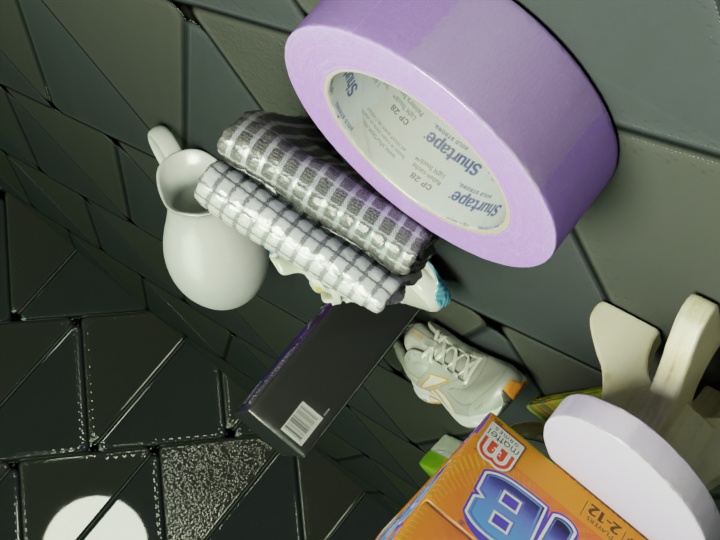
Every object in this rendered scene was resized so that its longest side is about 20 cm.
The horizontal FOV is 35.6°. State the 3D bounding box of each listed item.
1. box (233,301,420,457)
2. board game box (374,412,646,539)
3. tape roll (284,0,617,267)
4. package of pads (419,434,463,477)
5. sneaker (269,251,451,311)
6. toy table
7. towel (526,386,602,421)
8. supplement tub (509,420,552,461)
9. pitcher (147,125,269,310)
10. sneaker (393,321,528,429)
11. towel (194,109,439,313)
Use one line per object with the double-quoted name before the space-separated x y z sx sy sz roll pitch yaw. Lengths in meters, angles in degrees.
"box" -0.035 0.093 1.167 0.079 0.200 0.141 39 165 -2
"board game box" 0.082 0.270 0.791 0.200 0.200 0.200 39 137 7
"tape roll" 0.051 -0.091 0.665 0.200 0.066 0.200 38 166 11
"package of pads" 0.191 0.313 1.535 0.155 0.068 0.200 48 164 -26
"sneaker" 0.000 0.000 1.042 0.200 0.081 0.077 26 159 40
"toy table" 0.209 0.108 0.763 0.184 0.117 0.200 34 164 22
"towel" 0.221 0.139 1.035 0.086 0.018 0.200 36 166 -3
"supplement tub" 0.154 0.213 1.010 0.144 0.145 0.200 36 -171 13
"pitcher" -0.184 -0.060 1.297 0.172 0.121 0.200 54 165 34
"sneaker" 0.087 0.097 1.136 0.092 0.076 0.200 50 162 -19
"towel" -0.020 -0.049 0.846 0.165 0.086 0.200 31 -171 4
